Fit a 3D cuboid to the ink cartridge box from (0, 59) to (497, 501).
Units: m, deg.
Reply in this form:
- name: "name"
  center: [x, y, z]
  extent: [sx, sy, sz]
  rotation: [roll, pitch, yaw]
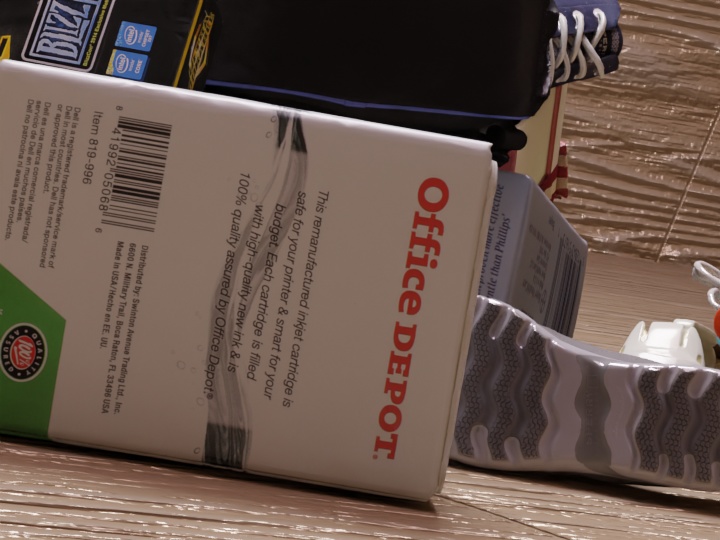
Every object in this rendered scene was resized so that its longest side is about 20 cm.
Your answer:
- name: "ink cartridge box"
  center: [-0.055, 0.004, 1.160]
  extent: [0.200, 0.147, 0.083]
  rotation: [11, 2, -2]

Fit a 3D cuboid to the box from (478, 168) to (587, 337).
- name: "box"
  center: [0.000, 0.000, 1.501]
  extent: [0.200, 0.105, 0.184]
  rotation: [11, -7, 15]

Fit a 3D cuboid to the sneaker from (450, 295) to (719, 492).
- name: "sneaker"
  center: [0.089, 0.066, 1.322]
  extent: [0.200, 0.075, 0.082]
  rotation: [17, -10, 9]

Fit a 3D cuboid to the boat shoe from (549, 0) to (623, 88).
- name: "boat shoe"
  center: [0.107, -0.135, 1.688]
  extent: [0.093, 0.075, 0.200]
  rotation: [3, 19, 3]

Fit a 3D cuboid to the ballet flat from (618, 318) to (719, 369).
- name: "ballet flat"
  center: [0.158, 0.059, 1.506]
  extent: [0.068, 0.067, 0.200]
  rotation: [10, 3, 16]

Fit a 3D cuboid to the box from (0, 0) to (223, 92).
- name: "box"
  center: [-0.163, -0.048, 1.272]
  extent: [0.160, 0.200, 0.049]
  rotation: [12, -20, 11]

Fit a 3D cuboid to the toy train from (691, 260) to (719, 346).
- name: "toy train"
  center: [0.251, 0.071, 1.497]
  extent: [0.200, 0.056, 0.150]
  rotation: [27, 9, -10]

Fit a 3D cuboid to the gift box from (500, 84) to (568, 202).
- name: "gift box"
  center: [0.021, -0.034, 1.776]
  extent: [0.184, 0.200, 0.187]
  rotation: [15, 20, 10]

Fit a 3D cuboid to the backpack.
- name: "backpack"
  center: [-0.002, -0.135, 1.456]
  extent: [0.182, 0.135, 0.200]
  rotation: [6, 8, -8]
